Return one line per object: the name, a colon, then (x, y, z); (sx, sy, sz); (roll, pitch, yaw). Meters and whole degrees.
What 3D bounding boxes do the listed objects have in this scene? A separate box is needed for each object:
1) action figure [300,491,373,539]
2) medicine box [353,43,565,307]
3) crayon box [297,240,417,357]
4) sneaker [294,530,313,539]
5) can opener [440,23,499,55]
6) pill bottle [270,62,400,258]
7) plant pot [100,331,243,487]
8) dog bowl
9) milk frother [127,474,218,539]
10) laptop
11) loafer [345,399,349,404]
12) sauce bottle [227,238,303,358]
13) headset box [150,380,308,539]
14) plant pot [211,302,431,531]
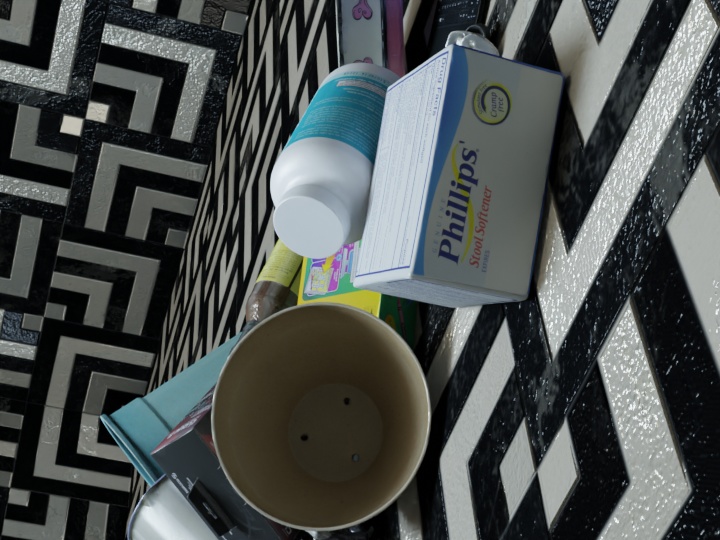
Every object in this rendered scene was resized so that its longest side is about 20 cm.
action figure: (-0.028, 0.289, 1.313); (0.201, 0.100, 0.121); (-109, 22, -63)
medicine box: (0.076, -0.070, 1.161); (0.200, 0.101, 0.185); (170, 111, -76)
crayon box: (0.000, 0.000, 1.415); (0.118, 0.058, 0.203); (-11, 64, 40)
sneaker: (-0.087, 0.254, 1.513); (0.201, 0.073, 0.080); (57, 155, 25)
can opener: (0.086, -0.135, 1.333); (0.067, 0.053, 0.202); (-36, -33, -59)
pill bottle: (-0.018, -0.100, 1.312); (0.201, 0.110, 0.111); (-65, -1, -47)
plant pot: (-0.166, 0.190, 1.634); (0.195, 0.201, 0.200); (-38, 5, -14)
dog bowl: (0.013, -0.263, 1.560); (0.200, 0.073, 0.204); (-2, -90, -89)
milk frother: (-0.163, 0.343, 1.445); (0.200, 0.187, 0.182); (-41, -32, -19)
laptop: (0.065, -0.311, 1.418); (0.177, 0.102, 0.203); (-146, 68, -77)
loafer: (-0.047, 0.118, 1.507); (0.076, 0.066, 0.203); (-146, 49, -65)
sauce bottle: (-0.087, 0.024, 1.534); (0.201, 0.064, 0.065); (-62, 3, -31)
headset box: (-0.104, 0.182, 1.382); (0.075, 0.149, 0.200); (-32, 11, 37)
plant pot: (-0.030, 0.142, 1.301); (0.135, 0.197, 0.203); (70, -152, -76)
